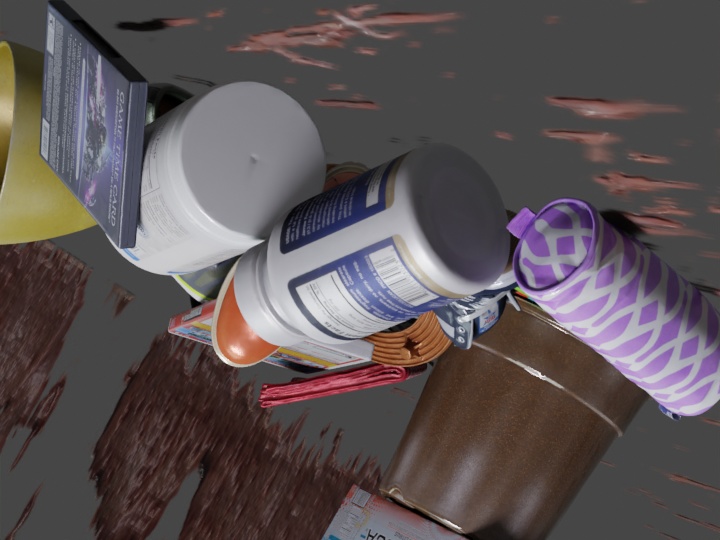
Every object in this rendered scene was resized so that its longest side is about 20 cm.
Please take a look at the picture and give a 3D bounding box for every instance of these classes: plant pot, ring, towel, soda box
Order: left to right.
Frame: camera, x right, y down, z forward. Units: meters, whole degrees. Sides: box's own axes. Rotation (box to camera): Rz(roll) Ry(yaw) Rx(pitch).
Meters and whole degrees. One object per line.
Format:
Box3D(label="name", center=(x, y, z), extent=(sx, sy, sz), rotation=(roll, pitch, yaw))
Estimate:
Box3D(label="plant pot", center=(-0.297, -0.116, 1.918), extent=(0.142, 0.201, 0.200), rotation=(8, 180, -23))
Box3D(label="towel", center=(-0.013, 0.104, 1.866), extent=(0.144, 0.023, 0.200), rotation=(-10, 178, 7))
Box3D(label="ring", center=(0.000, 0.000, 1.682), extent=(0.200, 0.019, 0.201), rotation=(24, 134, 28))
Box3D(label="soda box", center=(0.053, 0.251, 1.697), extent=(0.068, 0.064, 0.200), rotation=(36, 170, -34))
Box3D(label="plant pot", center=(0.128, 0.145, 1.714), extent=(0.200, 0.199, 0.200), rotation=(28, 172, 5))

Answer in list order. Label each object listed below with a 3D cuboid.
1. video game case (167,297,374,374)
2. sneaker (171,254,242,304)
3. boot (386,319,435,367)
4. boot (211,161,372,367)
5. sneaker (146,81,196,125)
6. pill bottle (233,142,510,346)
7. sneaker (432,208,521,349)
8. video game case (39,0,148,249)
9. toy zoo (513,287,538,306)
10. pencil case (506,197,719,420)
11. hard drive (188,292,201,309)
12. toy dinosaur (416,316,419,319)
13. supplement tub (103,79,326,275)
Box3D(label="video game case", center=(-0.083, 0.060, 1.740), extent=(0.143, 0.018, 0.200), rotation=(18, 168, -15))
Box3D(label="sneaker", center=(-0.153, -0.034, 1.726), extent=(0.200, 0.074, 0.081), rotation=(28, 152, 21))
Box3D(label="boot", center=(0.042, 0.033, 1.920), extent=(0.200, 0.069, 0.174), rotation=(26, 171, 36))
Box3D(label="boot", center=(-0.056, 0.004, 1.575), extent=(0.075, 0.200, 0.107), rotation=(35, -167, -10))
Box3D(label="sneaker", center=(-0.123, -0.098, 1.734), extent=(0.200, 0.074, 0.079), rotation=(33, 166, -16))
Box3D(label="pill bottle", center=(0.002, -0.010, 1.428), extent=(0.200, 0.111, 0.111), rotation=(-23, 134, 40))
Box3D(label="sneaker", center=(0.097, 0.011, 1.515), extent=(0.109, 0.070, 0.200), rotation=(62, 166, -20))
Box3D(label="video game case", center=(-0.222, -0.123, 1.602), extent=(0.019, 0.143, 0.200), rotation=(-6, -152, -28))
Box3D(label="toy zoo", center=(0.140, 0.021, 1.691), extent=(0.131, 0.020, 0.200), rotation=(30, 171, -3))
Box3D(label="pencil case", center=(0.192, 0.026, 1.385), extent=(0.200, 0.084, 0.086), rotation=(39, -169, -36))
Box3D(label="hard drive", center=(-0.085, 0.036, 1.885), extent=(0.134, 0.042, 0.200), rotation=(14, -176, 12))
Box3D(label="toy dinosaur", center=(-0.011, -0.017, 1.794), extent=(0.199, 0.102, 0.077), rotation=(18, 151, 15))
Box3D(label="supplement tub", center=(-0.125, -0.072, 1.585), extent=(0.132, 0.132, 0.200), rotation=(33, 158, -19))
